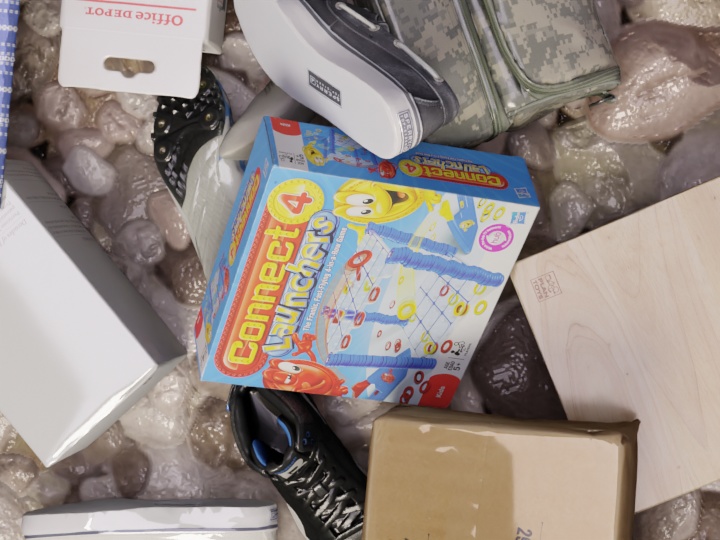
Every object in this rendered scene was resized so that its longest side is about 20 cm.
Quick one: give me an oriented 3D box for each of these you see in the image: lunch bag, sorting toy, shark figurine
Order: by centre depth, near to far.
[{"bbox_3d":[0.087,-0.194,1.272,0.166,0.139,0.202,-19,89,-4],"label":"lunch bag"},{"bbox_3d":[-0.032,-0.186,1.280,0.127,0.089,0.217,0,98,-23],"label":"shark figurine"},{"bbox_3d":[0.237,0.051,1.296,0.197,0.070,0.202,-22,89,6],"label":"sorting toy"}]

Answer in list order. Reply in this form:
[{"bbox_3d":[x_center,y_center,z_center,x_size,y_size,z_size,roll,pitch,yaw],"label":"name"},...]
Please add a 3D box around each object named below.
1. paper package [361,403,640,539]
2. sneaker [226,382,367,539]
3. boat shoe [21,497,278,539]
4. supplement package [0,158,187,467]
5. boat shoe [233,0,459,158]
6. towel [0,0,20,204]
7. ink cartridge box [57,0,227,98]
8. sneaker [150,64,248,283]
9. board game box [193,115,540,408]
[{"bbox_3d":[0.095,0.201,1.233,0.188,0.103,0.203,4,91,14],"label":"paper package"},{"bbox_3d":[-0.039,0.159,1.305,0.073,0.112,0.201,-36,88,7],"label":"sneaker"},{"bbox_3d":[-0.161,0.213,1.344,0.197,0.071,0.071,-1,89,-1],"label":"boat shoe"},{"bbox_3d":[-0.242,0.029,1.318,0.117,0.117,0.200,-41,87,5],"label":"supplement package"},{"bbox_3d":[-0.011,-0.150,1.194,0.067,0.072,0.200,-27,47,-27],"label":"boat shoe"},{"bbox_3d":[-0.318,-0.152,1.255,0.143,0.024,0.203,6,92,1],"label":"towel"},{"bbox_3d":[-0.158,-0.230,1.320,0.116,0.067,0.203,6,89,6],"label":"ink cartridge box"},{"bbox_3d":[-0.104,-0.061,1.333,0.071,0.072,0.202,-23,76,18],"label":"sneaker"},{"bbox_3d":[0.000,0.000,1.240,0.193,0.056,0.201,7,129,-18],"label":"board game box"}]
